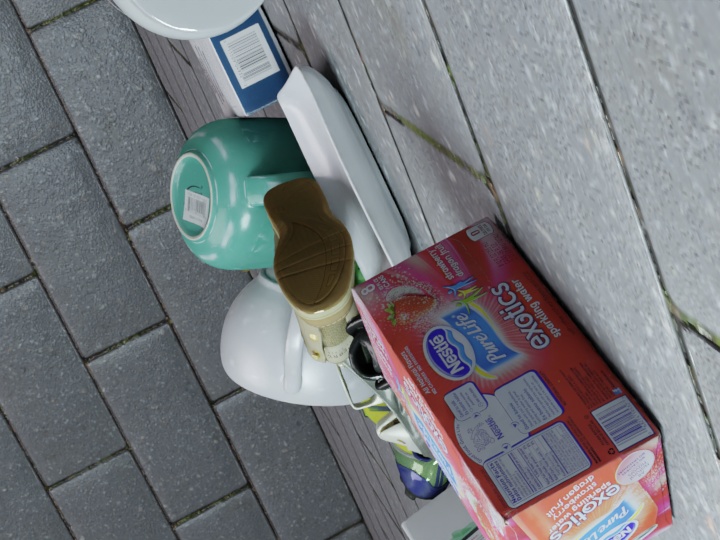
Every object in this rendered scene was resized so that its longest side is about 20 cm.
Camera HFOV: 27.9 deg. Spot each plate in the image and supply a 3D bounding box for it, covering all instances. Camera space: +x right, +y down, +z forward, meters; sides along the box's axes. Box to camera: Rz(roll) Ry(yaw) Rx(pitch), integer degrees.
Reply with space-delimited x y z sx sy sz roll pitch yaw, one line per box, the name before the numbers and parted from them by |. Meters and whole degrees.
plate | -0.009 -0.077 1.237 0.201 0.032 0.200 65 173 -3

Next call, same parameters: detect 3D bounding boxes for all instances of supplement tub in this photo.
supplement tub | -0.138 -0.251 1.109 0.141 0.140 0.200 66 173 -18

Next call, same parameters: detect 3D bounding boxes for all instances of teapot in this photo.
teapot | -0.054 0.048 1.534 0.199 0.196 0.147 25 112 46

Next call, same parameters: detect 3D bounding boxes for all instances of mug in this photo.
mug | -0.115 -0.086 1.446 0.185 0.114 0.153 -52 53 45

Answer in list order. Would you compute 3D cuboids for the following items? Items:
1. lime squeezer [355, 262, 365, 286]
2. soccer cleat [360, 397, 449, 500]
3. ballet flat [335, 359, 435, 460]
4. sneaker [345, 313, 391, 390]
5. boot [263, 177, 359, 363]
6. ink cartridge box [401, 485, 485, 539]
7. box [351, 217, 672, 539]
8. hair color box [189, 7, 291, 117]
lime squeezer | 0.000 0.000 1.431 0.071 0.038 0.200 52 -175 -33
soccer cleat | 0.053 0.162 1.598 0.201 0.064 0.084 -118 35 -43
ballet flat | 0.028 0.130 1.435 0.201 0.064 0.067 54 -178 -16
sneaker | 0.027 0.058 1.235 0.074 0.087 0.200 63 173 2
boot | -0.032 0.027 1.297 0.200 0.072 0.156 -115 7 -56
ink cartridge box | 0.132 0.296 1.270 0.145 0.084 0.200 57 177 -32
box | 0.085 0.077 0.842 0.200 0.099 0.096 56 169 43
hair color box | -0.121 -0.210 1.448 0.101 0.060 0.200 65 172 -10
